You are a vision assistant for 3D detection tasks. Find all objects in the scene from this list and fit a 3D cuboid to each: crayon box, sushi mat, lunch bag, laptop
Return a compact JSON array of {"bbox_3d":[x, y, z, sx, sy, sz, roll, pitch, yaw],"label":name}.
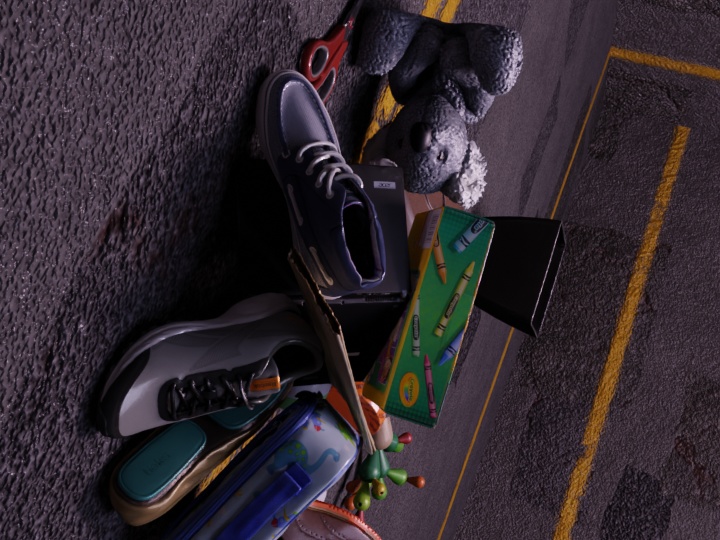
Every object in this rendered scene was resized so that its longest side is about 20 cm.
[{"bbox_3d":[0.064,0.043,0.941,0.119,0.057,0.203,180,-73,-81],"label":"crayon box"},{"bbox_3d":[-0.022,0.075,0.818,0.012,0.096,0.201,-25,142,-9],"label":"sushi mat"},{"bbox_3d":[-0.090,0.202,0.862,0.200,0.082,0.161,-46,178,3],"label":"lunch bag"},{"bbox_3d":[-0.052,0.009,0.890,0.175,0.104,0.201,-1,136,-29],"label":"laptop"}]

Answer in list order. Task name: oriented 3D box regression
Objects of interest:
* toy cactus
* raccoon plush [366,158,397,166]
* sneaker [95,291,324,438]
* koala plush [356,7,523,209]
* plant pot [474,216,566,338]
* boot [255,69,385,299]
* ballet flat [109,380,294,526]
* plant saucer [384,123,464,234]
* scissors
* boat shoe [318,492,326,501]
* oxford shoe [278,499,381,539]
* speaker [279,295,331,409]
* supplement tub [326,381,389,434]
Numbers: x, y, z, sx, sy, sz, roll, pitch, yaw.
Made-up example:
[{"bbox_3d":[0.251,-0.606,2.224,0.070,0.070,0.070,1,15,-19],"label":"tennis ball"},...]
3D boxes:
[{"bbox_3d":[0.035,0.296,1.502,0.199,0.101,0.168,-33,128,-53],"label":"toy cactus"},{"bbox_3d":[0.000,0.000,1.002,0.201,0.095,0.135,90,-5,-51],"label":"raccoon plush"},{"bbox_3d":[-0.114,0.079,0.751,0.198,0.079,0.075,-23,136,-33],"label":"sneaker"},{"bbox_3d":[0.084,-0.178,1.076,0.184,0.174,0.203,-48,148,-75],"label":"koala plush"},{"bbox_3d":[0.285,-0.003,1.852,0.199,0.175,0.203,39,70,-72],"label":"plant pot"},{"bbox_3d":[-0.027,-0.078,0.801,0.072,0.090,0.203,-17,93,-29],"label":"boot"},{"bbox_3d":[-0.135,0.139,0.813,0.199,0.068,0.063,-37,157,-36],"label":"ballet flat"},{"bbox_3d":[0.082,-0.092,1.200,0.199,0.034,0.204,29,55,-52],"label":"plant saucer"},{"bbox_3d":[-0.017,-0.235,0.957,0.074,0.014,0.201,84,26,-46],"label":"scissors"},{"bbox_3d":[-0.101,0.301,1.101,0.201,0.069,0.067,-56,136,-38],"label":"boat shoe"},{"bbox_3d":[-0.058,0.291,1.070,0.071,0.199,0.073,-11,-130,60],"label":"oxford shoe"},{"bbox_3d":[-0.054,0.035,0.958,0.088,0.087,0.203,-31,135,-66],"label":"speaker"},{"bbox_3d":[0.019,0.097,1.188,0.124,0.121,0.201,87,26,-47],"label":"supplement tub"}]
